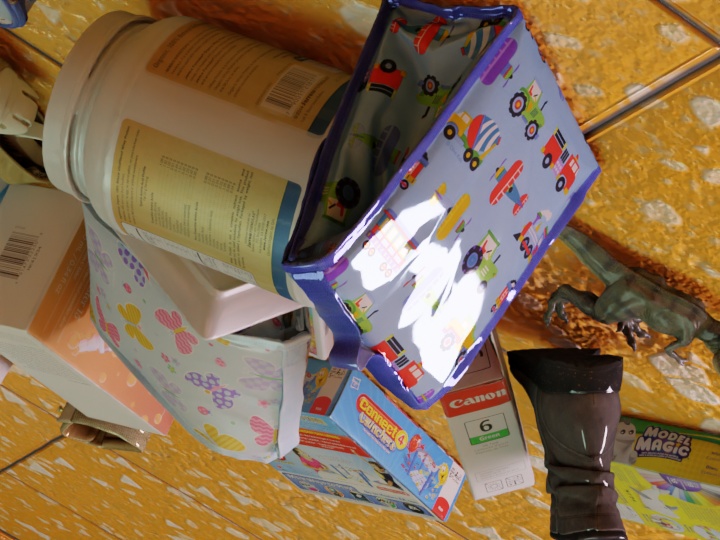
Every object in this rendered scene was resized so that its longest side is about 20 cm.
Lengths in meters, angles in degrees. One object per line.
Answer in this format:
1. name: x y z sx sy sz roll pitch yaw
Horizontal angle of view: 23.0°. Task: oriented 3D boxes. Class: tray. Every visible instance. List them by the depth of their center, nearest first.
1. tray: -0.117 -0.042 1.194 0.200 0.107 0.022 48 138 25

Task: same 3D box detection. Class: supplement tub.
1. supplement tub: -0.081 -0.074 1.103 0.199 0.145 0.145 22 158 16

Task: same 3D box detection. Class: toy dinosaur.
1. toy dinosaur: 0.170 0.020 1.158 0.200 0.048 0.088 33 154 -5

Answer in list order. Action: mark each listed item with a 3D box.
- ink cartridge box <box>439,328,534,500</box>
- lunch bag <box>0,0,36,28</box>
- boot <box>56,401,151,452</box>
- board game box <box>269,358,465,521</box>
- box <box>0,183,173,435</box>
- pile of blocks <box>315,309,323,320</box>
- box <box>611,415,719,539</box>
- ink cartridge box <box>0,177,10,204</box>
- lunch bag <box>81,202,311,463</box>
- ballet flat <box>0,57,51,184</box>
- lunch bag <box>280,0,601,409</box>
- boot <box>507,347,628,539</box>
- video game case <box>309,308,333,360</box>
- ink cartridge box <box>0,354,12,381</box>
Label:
1. ink cartridge box: 0.073 0.059 1.231 0.050 0.109 0.200 -16 138 5
2. lunch bag: -0.277 -0.232 1.078 0.160 0.076 0.200 20 156 25
3. boot: -0.245 0.076 1.614 0.199 0.156 0.073 16 162 29
4. board game box: -0.032 0.154 1.677 0.200 0.056 0.196 5 149 44
5. box: -0.223 0.034 1.460 0.097 0.125 0.200 10 158 35
6. pile of blocks: 0.000 0.000 1.266 0.062 0.082 0.200 62 179 42
7. box: 0.254 0.166 1.380 0.200 0.048 0.117 12 153 40
8. ink cartridge box: -0.379 -0.091 1.405 0.128 0.125 0.200 36 164 27
9. lunch bag: -0.105 0.029 1.305 0.200 0.127 0.170 46 153 26
10. ballet flat: -0.264 -0.119 1.341 0.063 0.069 0.200 14 165 11
11. lunch bag: 0.039 -0.027 0.989 0.094 0.200 0.151 11 153 34
12. boot: 0.142 0.122 1.232 0.070 0.132 0.200 -2 -179 1
13. video game case: -0.118 -0.004 1.471 0.199 0.024 0.182 22 158 11
14. ink cartridge box: -0.366 0.041 1.537 0.145 0.200 0.084 -8 122 22
